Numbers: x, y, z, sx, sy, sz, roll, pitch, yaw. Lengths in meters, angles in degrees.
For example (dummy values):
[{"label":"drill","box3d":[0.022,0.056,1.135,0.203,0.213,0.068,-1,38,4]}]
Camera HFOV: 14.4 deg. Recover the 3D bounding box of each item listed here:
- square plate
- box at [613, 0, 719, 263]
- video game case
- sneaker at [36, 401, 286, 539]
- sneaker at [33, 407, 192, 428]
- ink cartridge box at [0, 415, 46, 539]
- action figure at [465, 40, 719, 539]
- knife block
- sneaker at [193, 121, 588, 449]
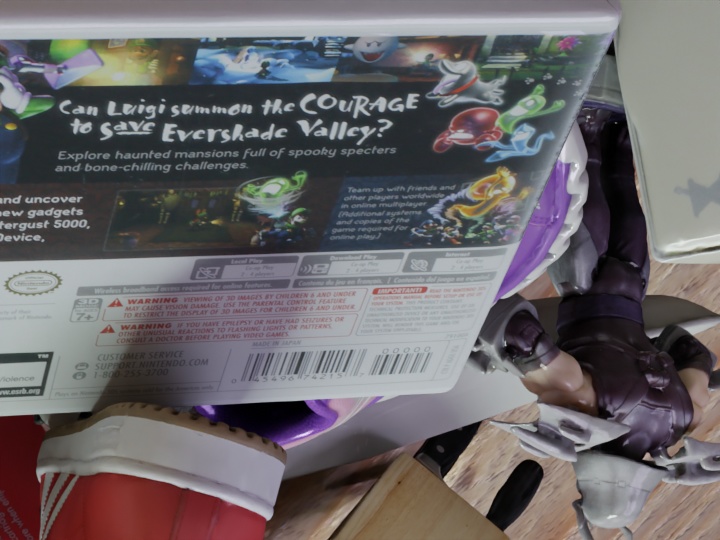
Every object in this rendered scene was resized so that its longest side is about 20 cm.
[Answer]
[{"label":"square plate","box3d":[0.014,0.048,1.127,0.198,0.029,0.200,-23,170,35]},{"label":"box","box3d":[0.174,-0.073,1.028,0.109,0.128,0.200,-11,176,23]},{"label":"video game case","box3d":[-0.046,-0.019,0.793,0.199,0.023,0.182,-2,145,-18]},{"label":"sneaker","box3d":[-0.074,0.107,0.865,0.200,0.071,0.113,136,-31,-76]},{"label":"sneaker","box3d":[-0.085,0.006,0.925,0.090,0.067,0.200,-41,155,9]},{"label":"ink cartridge box","box3d":[-0.123,0.126,1.026,0.067,0.116,0.200,-29,156,-22]},{"label":"action figure","box3d":[0.084,0.002,1.018,0.069,0.201,0.130,-11,162,33]},{"label":"knife block","box3d":[0.021,0.124,1.228,0.176,0.064,0.200,-51,178,-11]},{"label":"sneaker","box3d":[0.000,0.000,0.915,0.088,0.081,0.200,-34,168,-38]}]
